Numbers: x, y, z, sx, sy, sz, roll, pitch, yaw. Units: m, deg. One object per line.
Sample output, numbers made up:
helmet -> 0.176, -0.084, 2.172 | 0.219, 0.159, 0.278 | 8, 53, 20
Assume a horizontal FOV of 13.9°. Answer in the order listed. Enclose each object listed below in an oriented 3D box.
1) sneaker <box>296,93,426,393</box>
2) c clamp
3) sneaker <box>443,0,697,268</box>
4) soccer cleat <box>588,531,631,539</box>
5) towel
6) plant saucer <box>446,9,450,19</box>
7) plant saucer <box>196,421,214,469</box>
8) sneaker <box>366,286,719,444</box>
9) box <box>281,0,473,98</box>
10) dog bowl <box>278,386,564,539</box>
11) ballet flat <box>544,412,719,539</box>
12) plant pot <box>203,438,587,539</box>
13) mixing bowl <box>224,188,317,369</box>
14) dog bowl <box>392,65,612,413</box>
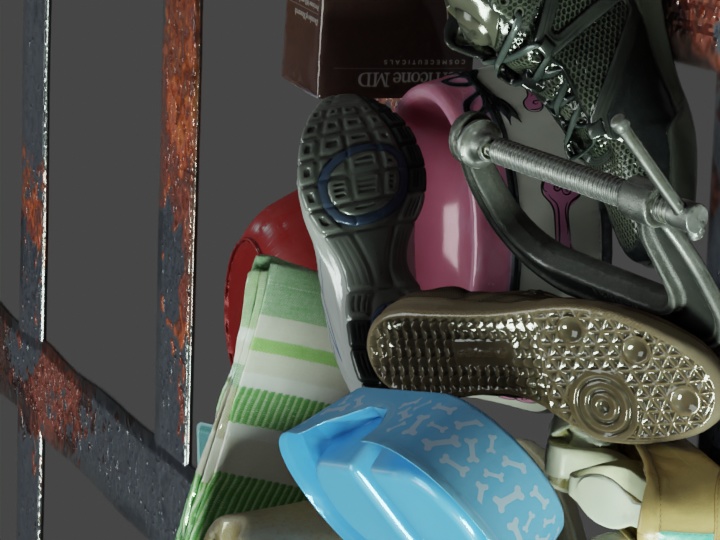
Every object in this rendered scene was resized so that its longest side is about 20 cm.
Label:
sneaker -> 0.000, 0.000, 1.605 | 0.087, 0.074, 0.201 | 119, 145, -64
c clamp -> 0.108, -0.032, 1.424 | 0.200, 0.027, 0.171 | 18, 151, 54
sneaker -> 0.100, -0.093, 1.463 | 0.076, 0.114, 0.200 | 150, 110, -68
soccer cleat -> 0.102, 0.219, 1.502 | 0.070, 0.086, 0.201 | 40, 131, 42
towel -> -0.025, 0.102, 1.703 | 0.023, 0.152, 0.201 | 21, 95, 58
plant saucer -> 0.078, -0.224, 1.572 | 0.200, 0.034, 0.201 | -173, 90, -86
plant saucer -> -0.024, 0.140, 1.816 | 0.199, 0.019, 0.070 | 8, 103, 40
sneaker -> 0.102, 0.034, 1.473 | 0.199, 0.075, 0.071 | 9, 114, 32
box -> 0.015, -0.203, 1.718 | 0.075, 0.100, 0.201 | -140, 51, -65
dog bowl -> 0.032, 0.109, 1.483 | 0.112, 0.050, 0.200 | 52, 160, -15
ballet flat -> 0.126, 0.095, 1.476 | 0.200, 0.063, 0.069 | -147, 56, -67
plant pot -> 0.010, 0.198, 1.637 | 0.200, 0.183, 0.201 | 178, 90, -71
mixing bowl -> -0.020, 0.025, 1.826 | 0.200, 0.108, 0.201 | 180, 90, -71
dog bowl -> 0.066, -0.020, 1.625 | 0.200, 0.073, 0.201 | 178, 90, -70
